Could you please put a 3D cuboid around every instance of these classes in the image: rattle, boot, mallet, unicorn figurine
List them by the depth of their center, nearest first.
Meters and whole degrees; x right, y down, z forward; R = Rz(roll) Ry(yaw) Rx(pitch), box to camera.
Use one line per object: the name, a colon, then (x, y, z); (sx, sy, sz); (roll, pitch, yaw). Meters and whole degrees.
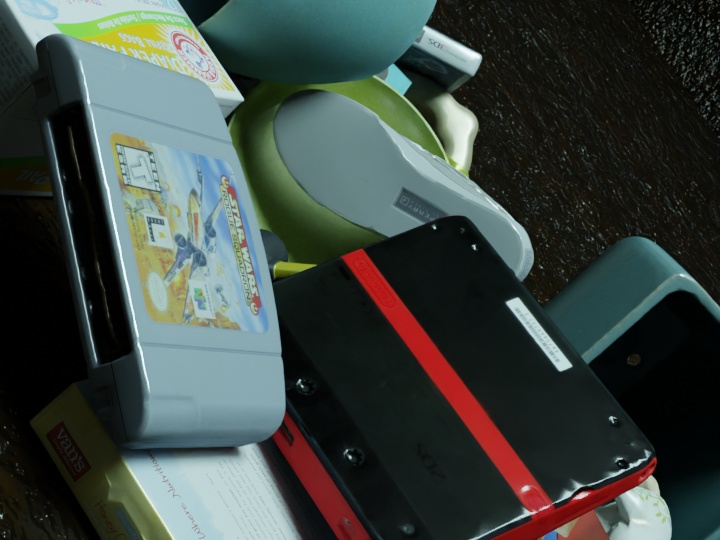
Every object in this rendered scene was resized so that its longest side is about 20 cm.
mallet: (0.000, 0.000, 0.977); (0.066, 0.199, 0.041); (-43, 132, -69)
unicorn figurine: (0.160, 0.196, 0.994); (0.137, 0.074, 0.201); (35, 57, -21)
boot: (0.031, -0.050, 1.082); (0.200, 0.074, 0.096); (38, 5, 9)
rattle: (-0.013, -0.105, 1.289); (0.199, 0.131, 0.143); (14, 1, -4)

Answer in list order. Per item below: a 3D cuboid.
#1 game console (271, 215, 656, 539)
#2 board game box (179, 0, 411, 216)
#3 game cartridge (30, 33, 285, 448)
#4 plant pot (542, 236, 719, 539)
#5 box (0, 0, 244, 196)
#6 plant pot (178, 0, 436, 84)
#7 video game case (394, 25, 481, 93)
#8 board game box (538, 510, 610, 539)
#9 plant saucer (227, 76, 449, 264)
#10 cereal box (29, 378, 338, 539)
game console: (0.037, 0.066, 0.857); (0.176, 0.031, 0.200); (-20, 57, -27)
board game box: (-0.073, -0.152, 1.147); (0.200, 0.047, 0.151); (44, 54, -16)
game cartridge: (-0.095, -0.012, 0.788); (0.133, 0.041, 0.201); (6, 66, -57)
plant pot: (0.217, 0.088, 1.257); (0.196, 0.196, 0.200); (43, 14, -19)
box: (-0.174, -0.114, 0.898); (0.113, 0.101, 0.200); (56, 21, 14)
plant pot: (-0.025, -0.202, 1.045); (0.134, 0.200, 0.201); (32, 27, -27)
video game case: (-0.003, -0.192, 1.294); (0.181, 0.023, 0.200); (27, -6, -6)
board game box: (0.070, 0.170, 0.865); (0.200, 0.019, 0.103); (-27, 89, -48)
plant saucer: (-0.016, -0.048, 1.104); (0.199, 0.031, 0.201); (12, 69, -31)
cereal box: (-0.069, 0.113, 0.821); (0.144, 0.039, 0.200); (56, 21, 11)
